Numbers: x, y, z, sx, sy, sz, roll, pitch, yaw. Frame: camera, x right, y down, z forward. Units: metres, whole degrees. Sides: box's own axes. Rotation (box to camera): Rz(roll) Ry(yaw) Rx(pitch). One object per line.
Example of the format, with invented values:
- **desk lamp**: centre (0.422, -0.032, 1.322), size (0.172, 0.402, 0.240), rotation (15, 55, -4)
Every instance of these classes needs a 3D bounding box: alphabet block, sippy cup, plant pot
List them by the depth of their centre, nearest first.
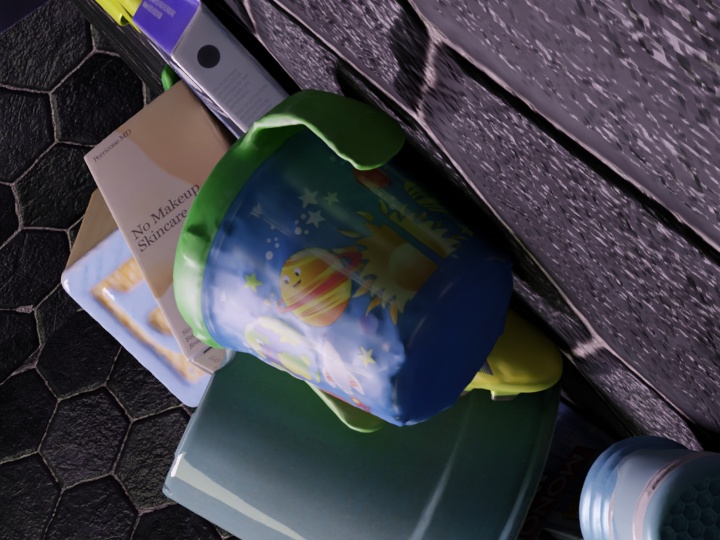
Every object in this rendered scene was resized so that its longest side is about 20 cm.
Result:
- **sippy cup**: centre (-0.001, 0.005, 0.661), size (0.130, 0.140, 0.178), rotation (32, 180, 28)
- **plant pot**: centre (-0.007, 0.111, 0.840), size (0.195, 0.201, 0.200), rotation (25, 178, -2)
- **alphabet block**: centre (-0.157, -0.022, 1.350), size (0.197, 0.195, 0.200), rotation (49, -162, -22)

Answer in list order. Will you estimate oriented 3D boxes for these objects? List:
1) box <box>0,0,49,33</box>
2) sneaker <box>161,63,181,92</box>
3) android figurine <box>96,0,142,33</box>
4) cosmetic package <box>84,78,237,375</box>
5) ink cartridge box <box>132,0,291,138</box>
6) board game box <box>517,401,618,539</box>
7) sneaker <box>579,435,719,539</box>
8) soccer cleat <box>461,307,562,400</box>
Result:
- **box**: centre (-0.302, -0.276, 0.870), size (0.200, 0.123, 0.199), rotation (45, 165, 38)
- **sneaker**: centre (-0.113, -0.113, 1.100), size (0.200, 0.078, 0.085), rotation (44, 176, 45)
- **android figurine**: centre (-0.216, -0.253, 1.046), size (0.200, 0.041, 0.182), rotation (44, 177, 5)
- **cosmetic package**: centre (-0.111, -0.030, 0.973), size (0.201, 0.105, 0.071), rotation (56, -172, 30)
- **ink cartridge box**: centre (-0.096, -0.135, 0.886), size (0.200, 0.043, 0.198), rotation (48, 178, -23)
- **board game box**: centre (0.131, 0.180, 0.874), size (0.062, 0.200, 0.200), rotation (45, 163, -15)
- **sneaker**: centre (0.173, 0.151, 0.594), size (0.201, 0.079, 0.131), rotation (56, 173, -11)
- **soccer cleat**: centre (0.031, 0.005, 0.770), size (0.199, 0.084, 0.065), rotation (30, -150, 28)
